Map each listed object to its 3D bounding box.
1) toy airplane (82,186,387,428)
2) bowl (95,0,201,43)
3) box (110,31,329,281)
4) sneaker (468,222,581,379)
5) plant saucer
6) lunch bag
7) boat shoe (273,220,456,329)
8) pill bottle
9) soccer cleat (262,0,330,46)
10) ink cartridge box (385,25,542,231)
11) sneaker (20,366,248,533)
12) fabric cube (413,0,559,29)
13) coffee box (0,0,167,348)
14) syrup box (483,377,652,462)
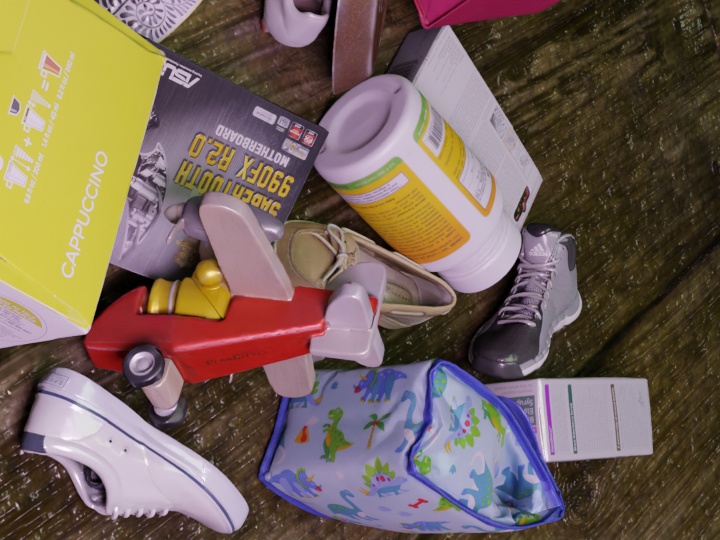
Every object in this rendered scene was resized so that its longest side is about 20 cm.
[{"bbox_3d":[-0.077,0.020,1.219,0.198,0.200,0.142,15,47,-32],"label":"toy airplane"},{"bbox_3d":[-0.201,-0.219,1.184,0.200,0.201,0.094,-17,67,-51],"label":"bowl"},{"bbox_3d":[-0.134,-0.072,1.254,0.200,0.048,0.159,24,94,-46],"label":"box"},{"bbox_3d":[0.156,0.016,1.605,0.200,0.075,0.116,-42,137,-57],"label":"sneaker"},{"bbox_3d":[0.006,-0.248,1.437,0.200,0.034,0.202,9,90,-86],"label":"plant saucer"},{"bbox_3d":[0.049,0.159,1.387,0.200,0.169,0.128,40,57,-38],"label":"lunch bag"},{"bbox_3d":[0.000,0.003,1.446,0.200,0.063,0.074,27,62,-45],"label":"boat shoe"},{"bbox_3d":[0.056,-0.070,1.492,0.200,0.111,0.112,45,50,-36],"label":"pill bottle"},{"bbox_3d":[-0.049,-0.289,1.419,0.069,0.077,0.201,2,81,-30],"label":"soccer cleat"},{"bbox_3d":[0.094,-0.121,1.600,0.200,0.050,0.109,55,44,-29],"label":"ink cartridge box"},{"bbox_3d":[-0.166,0.148,1.218,0.200,0.073,0.071,39,68,-31],"label":"sneaker"},{"bbox_3d":[0.141,-0.357,1.565,0.199,0.200,0.197,-18,82,-51],"label":"fabric cube"},{"bbox_3d":[-0.270,-0.079,1.026,0.200,0.197,0.201,35,57,-41],"label":"coffee box"},{"bbox_3d":[0.199,0.146,1.646,0.199,0.078,0.082,6,78,-50],"label":"syrup box"}]
